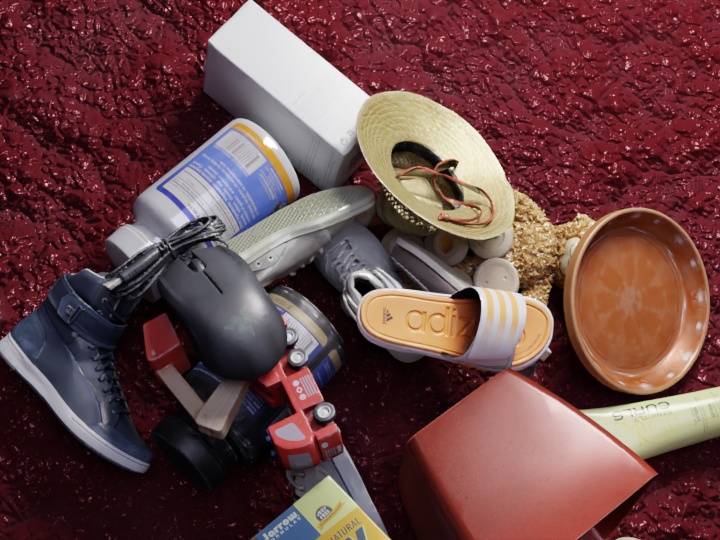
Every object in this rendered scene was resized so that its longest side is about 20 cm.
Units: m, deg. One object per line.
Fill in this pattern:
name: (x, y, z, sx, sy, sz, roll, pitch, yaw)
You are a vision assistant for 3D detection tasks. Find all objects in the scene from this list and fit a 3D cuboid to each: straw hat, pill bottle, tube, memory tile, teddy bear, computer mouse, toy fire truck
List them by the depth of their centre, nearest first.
toy fire truck: (-0.112, 0.112, 1.215, 0.139, 0.049, 0.201, -23, 56, -8)
computer mouse: (-0.146, 0.022, 1.219, 0.138, 0.053, 0.200, -33, 55, -20)
pill bottle: (-0.114, 0.121, 1.307, 0.112, 0.112, 0.200, 41, 69, 7)
straw hat: (0.061, -0.086, 1.366, 0.199, 0.085, 0.203, 20, 44, -20)
pill bottle: (-0.169, -0.060, 1.366, 0.200, 0.112, 0.112, -42, 81, -20)
tube: (0.320, 0.170, 1.395, 0.197, 0.053, 0.058, -11, 31, -8)
memory tile: (0.069, -0.026, 1.408, 0.197, 0.017, 0.156, -7, 75, 7)
teddy bear: (0.177, -0.018, 1.430, 0.197, 0.067, 0.147, 20, 70, 0)

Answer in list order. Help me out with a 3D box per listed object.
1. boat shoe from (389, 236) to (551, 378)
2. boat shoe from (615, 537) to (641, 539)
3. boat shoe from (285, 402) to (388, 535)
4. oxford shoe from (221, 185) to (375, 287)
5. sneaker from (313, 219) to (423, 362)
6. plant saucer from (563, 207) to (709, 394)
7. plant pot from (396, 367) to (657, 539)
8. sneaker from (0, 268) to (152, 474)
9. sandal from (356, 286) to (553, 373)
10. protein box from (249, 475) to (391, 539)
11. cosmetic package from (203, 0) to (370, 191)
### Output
boat shoe: (0.104, 0.044, 1.344, 0.199, 0.072, 0.060, 38, 98, 2)
boat shoe: (0.229, 0.340, 1.301, 0.199, 0.069, 0.074, -40, 87, -20)
boat shoe: (-0.039, 0.206, 1.278, 0.069, 0.071, 0.202, -28, 114, -6)
oxford shoe: (-0.070, -0.028, 1.332, 0.198, 0.075, 0.058, -30, 114, -14)
sneaker: (0.000, 0.000, 1.345, 0.073, 0.116, 0.201, -40, 72, 0)
plant saucer: (0.300, 0.034, 1.414, 0.198, 0.032, 0.204, 2, 86, -30)
plant pot: (0.142, 0.221, 1.276, 0.199, 0.201, 0.177, -33, 69, -19)
sneaker: (-0.250, 0.091, 1.295, 0.202, 0.077, 0.146, 44, 90, 9)
sandal: (0.099, 0.055, 1.264, 0.203, 0.059, 0.080, 5, 78, -14)
protein box: (-0.004, 0.338, 1.166, 0.134, 0.200, 0.200, -36, 54, -20)
cosmetic package: (-0.077, -0.189, 1.430, 0.200, 0.113, 0.081, 42, 67, 6)
